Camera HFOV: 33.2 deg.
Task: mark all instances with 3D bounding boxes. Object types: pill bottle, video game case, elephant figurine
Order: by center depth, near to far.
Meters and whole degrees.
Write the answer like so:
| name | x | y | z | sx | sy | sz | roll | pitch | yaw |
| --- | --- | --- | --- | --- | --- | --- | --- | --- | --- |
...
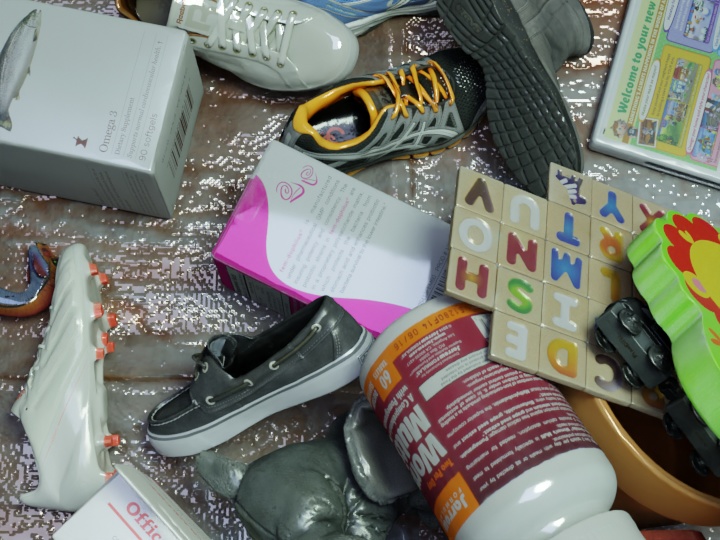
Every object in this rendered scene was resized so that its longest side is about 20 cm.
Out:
| name | x | y | z | sx | sy | sz | roll | pitch | yaw |
| --- | --- | --- | --- | --- | --- | --- | --- | --- | --- |
| pill bottle | 0.089 | 0.118 | 0.750 | 0.109 | 0.110 | 0.200 | -27 | 58 | -8 |
| elephant figurine | 0.019 | 0.148 | 0.872 | 0.200 | 0.141 | 0.156 | -41 | 124 | -20 |
| video game case | 0.301 | -0.167 | 1.003 | 0.181 | 0.022 | 0.201 | 17 | 77 | 2 |

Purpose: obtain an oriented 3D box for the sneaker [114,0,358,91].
| name | x | y | z | sx | sy | sz | roll | pitch | yaw |
| --- | --- | --- | --- | --- | --- | --- | --- | --- | --- |
| sneaker | -0.103 | -0.186 | 0.943 | 0.199 | 0.085 | 0.073 | 16 | 100 | 16 |

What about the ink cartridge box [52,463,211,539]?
| name | x | y | z | sx | sy | sz | roll | pitch | yaw |
| --- | --- | --- | --- | --- | --- | --- | --- | --- | --- |
| ink cartridge box | -0.134 | 0.196 | 0.803 | 0.067 | 0.200 | 0.116 | -43 | 81 | -12 |

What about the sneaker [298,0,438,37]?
| name | x | y | z | sx | sy | sz | roll | pitch | yaw |
| --- | --- | --- | --- | --- | --- | --- | --- | --- | --- |
| sneaker | 0.038 | -0.249 | 0.986 | 0.199 | 0.077 | 0.076 | -28 | 76 | -10 |

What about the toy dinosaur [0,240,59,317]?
| name | x | y | z | sx | sy | sz | roll | pitch | yaw |
| --- | --- | --- | --- | --- | --- | --- | --- | --- | --- |
| toy dinosaur | -0.331 | -0.002 | 0.931 | 0.181 | 0.200 | 0.105 | 33 | 37 | -15 |

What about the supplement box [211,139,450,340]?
| name | x | y | z | sx | sy | sz | roll | pitch | yaw |
| --- | --- | --- | --- | --- | --- | --- | --- | --- | --- |
| supplement box | 0.000 | 0.000 | 0.909 | 0.199 | 0.103 | 0.102 | 27 | 77 | 3 |

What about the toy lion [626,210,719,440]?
| name | x | y | z | sx | sy | sz | roll | pitch | yaw |
| --- | --- | --- | --- | --- | --- | --- | --- | --- | --- |
| toy lion | 0.239 | 0.049 | 0.739 | 0.192 | 0.200 | 0.069 | 44 | 121 | 4 |

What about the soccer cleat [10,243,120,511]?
| name | x | y | z | sx | sy | sz | roll | pitch | yaw |
| --- | --- | --- | --- | --- | --- | --- | --- | --- | --- |
| soccer cleat | -0.223 | 0.079 | 0.901 | 0.077 | 0.069 | 0.201 | -5 | 79 | 0 |

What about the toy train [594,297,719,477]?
| name | x | y | z | sx | sy | sz | roll | pitch | yaw |
| --- | --- | --- | --- | --- | --- | --- | --- | --- | --- |
| toy train | 0.216 | 0.099 | 0.739 | 0.200 | 0.034 | 0.046 | 52 | 43 | 3 |

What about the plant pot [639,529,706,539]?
| name | x | y | z | sx | sy | sz | roll | pitch | yaw |
| --- | --- | --- | --- | --- | --- | --- | --- | --- | --- |
| plant pot | 0.161 | 0.276 | 0.806 | 0.199 | 0.200 | 0.177 | 0 | 64 | -2 |

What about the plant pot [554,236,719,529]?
| name | x | y | z | sx | sy | sz | roll | pitch | yaw |
| --- | --- | --- | --- | --- | --- | --- | --- | --- | --- |
| plant pot | 0.203 | 0.096 | 0.849 | 0.199 | 0.140 | 0.201 | 13 | 55 | -19 |

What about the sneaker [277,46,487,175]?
| name | x | y | z | sx | sy | sz | roll | pitch | yaw |
| --- | --- | --- | --- | --- | --- | --- | --- | --- | --- |
| sneaker | 0.027 | -0.128 | 0.956 | 0.199 | 0.077 | 0.079 | -27 | 76 | -10 |

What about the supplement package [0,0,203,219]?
| name | x | y | z | sx | sy | sz | roll | pitch | yaw |
| --- | --- | --- | --- | --- | --- | --- | --- | --- | --- |
| supplement package | -0.234 | -0.127 | 0.926 | 0.199 | 0.117 | 0.118 | 11 | 76 | 1 |

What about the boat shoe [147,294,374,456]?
| name | x | y | z | sx | sy | sz | roll | pitch | yaw |
| --- | --- | --- | --- | --- | --- | --- | --- | --- | --- |
| boat shoe | -0.085 | 0.072 | 0.862 | 0.199 | 0.070 | 0.066 | -23 | 114 | 30 |

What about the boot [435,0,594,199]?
| name | x | y | z | sx | sy | sz | roll | pitch | yaw |
| --- | --- | --- | --- | --- | --- | --- | --- | --- | --- |
| boot | 0.150 | -0.165 | 0.958 | 0.131 | 0.070 | 0.201 | -25 | 94 | -45 |

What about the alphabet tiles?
| name | x | y | z | sx | sy | sz | roll | pitch | yaw |
| --- | --- | --- | --- | --- | --- | --- | --- | --- | --- |
| alphabet tiles | 0.148 | 0.005 | 0.785 | 0.199 | 0.008 | 0.168 | 20 | 54 | -15 |
